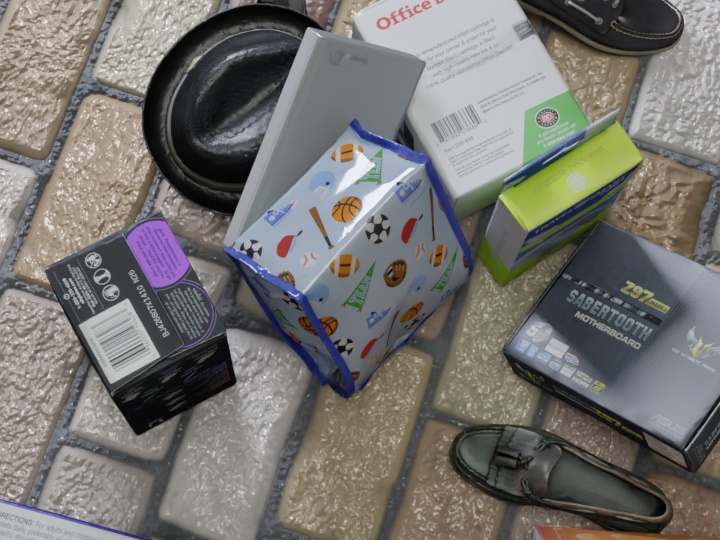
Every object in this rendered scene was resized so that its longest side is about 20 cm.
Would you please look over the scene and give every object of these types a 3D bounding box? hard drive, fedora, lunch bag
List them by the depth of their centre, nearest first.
[{"bbox_3d":[0.000,0.000,1.318,0.170,0.200,0.124,-46,50,-12],"label":"lunch bag"},{"bbox_3d":[-0.030,-0.103,1.332,0.026,0.132,0.200,37,111,40],"label":"hard drive"},{"bbox_3d":[-0.094,-0.145,1.351,0.200,0.092,0.201,0,90,-7],"label":"fedora"}]

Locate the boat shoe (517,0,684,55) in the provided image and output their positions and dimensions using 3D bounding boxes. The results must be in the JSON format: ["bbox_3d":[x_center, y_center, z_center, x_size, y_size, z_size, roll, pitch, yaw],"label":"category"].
[{"bbox_3d":[0.220,-0.259,1.443,0.200,0.063,0.073,19,73,-10],"label":"boat shoe"}]

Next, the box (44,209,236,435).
[{"bbox_3d":[-0.179,0.049,1.285,0.106,0.200,0.122,-28,77,-9],"label":"box"}]

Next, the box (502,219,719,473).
[{"bbox_3d":[0.247,0.061,1.331,0.200,0.051,0.158,30,73,35],"label":"box"}]

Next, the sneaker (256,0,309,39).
[{"bbox_3d":[-0.096,-0.201,1.426,0.104,0.060,0.200,-10,85,-6],"label":"sneaker"}]

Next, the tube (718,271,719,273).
[{"bbox_3d":[0.335,0.029,1.385,0.052,0.058,0.200,41,76,19],"label":"tube"}]

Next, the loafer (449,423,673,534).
[{"bbox_3d":[0.177,0.177,1.333,0.200,0.063,0.072,18,76,3],"label":"loafer"}]

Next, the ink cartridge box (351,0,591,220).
[{"bbox_3d":[0.099,-0.167,1.414,0.146,0.084,0.200,-26,77,-9],"label":"ink cartridge box"}]

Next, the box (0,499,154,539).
[{"bbox_3d":[-0.239,0.309,1.261,0.184,0.105,0.200,15,75,1],"label":"box"}]

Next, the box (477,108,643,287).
[{"bbox_3d":[0.170,-0.059,1.327,0.122,0.200,0.048,-33,78,-10],"label":"box"}]

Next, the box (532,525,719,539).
[{"bbox_3d":[0.245,0.277,1.265,0.200,0.124,0.098,4,95,-1],"label":"box"}]
